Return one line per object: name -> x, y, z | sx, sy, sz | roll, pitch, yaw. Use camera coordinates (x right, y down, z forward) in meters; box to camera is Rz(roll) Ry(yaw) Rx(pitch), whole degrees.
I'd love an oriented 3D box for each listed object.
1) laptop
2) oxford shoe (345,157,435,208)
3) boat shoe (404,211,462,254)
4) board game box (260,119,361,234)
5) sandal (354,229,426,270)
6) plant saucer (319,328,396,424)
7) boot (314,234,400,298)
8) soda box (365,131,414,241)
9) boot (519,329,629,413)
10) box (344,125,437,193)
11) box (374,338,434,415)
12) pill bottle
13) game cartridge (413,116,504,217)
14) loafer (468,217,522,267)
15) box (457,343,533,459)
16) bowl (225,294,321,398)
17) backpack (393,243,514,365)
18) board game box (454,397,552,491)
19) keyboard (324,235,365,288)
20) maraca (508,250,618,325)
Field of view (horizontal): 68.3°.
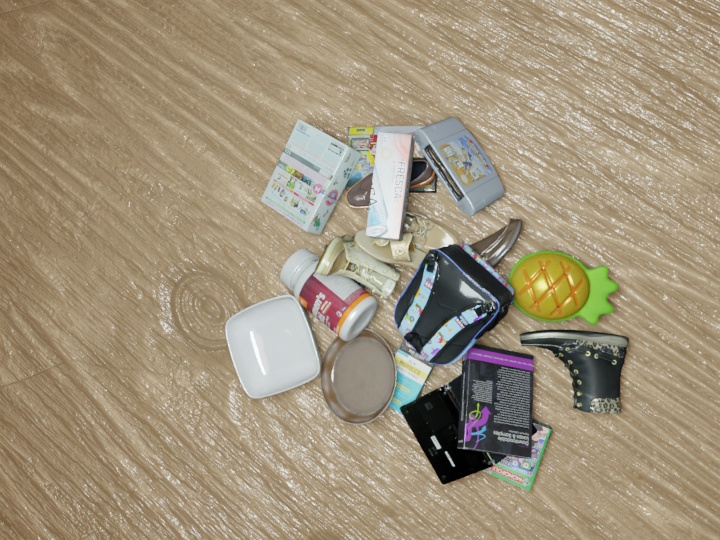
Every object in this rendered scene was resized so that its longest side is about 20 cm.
laptop -> 0.215, 0.303, 1.075 | 0.200, 0.103, 0.178 | -36, 80, 31
oxford shoe -> 0.054, -0.185, 1.094 | 0.199, 0.073, 0.072 | -23, 85, 13
boat shoe -> 0.118, -0.082, 1.119 | 0.199, 0.064, 0.072 | 23, 95, 14
board game box -> -0.111, -0.203, 1.159 | 0.147, 0.064, 0.201 | 34, 102, 24
sandal -> 0.096, -0.048, 1.081 | 0.211, 0.078, 0.070 | 26, 136, -14
plant saucer -> -0.001, 0.225, 1.133 | 0.199, 0.032, 0.202 | -10, 72, 34
boot -> 0.000, 0.000, 1.068 | 0.154, 0.200, 0.072 | 36, 108, 5
soda box -> 0.058, -0.160, 1.022 | 0.068, 0.064, 0.201 | 7, 90, 11
boot -> 0.412, 0.194, 1.030 | 0.202, 0.073, 0.155 | 2, 88, 8
box -> 0.068, -0.240, 1.148 | 0.199, 0.038, 0.138 | 4, 91, 14
box -> 0.112, 0.198, 1.124 | 0.082, 0.049, 0.201 | 28, 96, 13
pill bottle -> -0.070, 0.047, 1.118 | 0.200, 0.109, 0.110 | 38, 98, 20
game cartridge -> 0.204, -0.215, 1.070 | 0.201, 0.133, 0.042 | 57, 146, 3
loafer -> 0.250, -0.033, 1.079 | 0.071, 0.073, 0.200 | 40, 99, 11
box -> 0.264, 0.252, 1.031 | 0.142, 0.036, 0.201 | 13, 68, -11
bowl -> -0.188, 0.167, 1.190 | 0.199, 0.075, 0.201 | -21, 85, 13
backpack -> 0.170, 0.072, 1.023 | 0.182, 0.134, 0.201 | 43, 122, 19
board game box -> 0.272, 0.347, 1.091 | 0.199, 0.029, 0.135 | 20, 95, 14
keyboard -> -0.048, 0.016, 1.184 | 0.127, 0.021, 0.201 | 26, 95, 13
maraca -> 0.388, 0.035, 1.025 | 0.199, 0.107, 0.138 | 11, 99, 14
